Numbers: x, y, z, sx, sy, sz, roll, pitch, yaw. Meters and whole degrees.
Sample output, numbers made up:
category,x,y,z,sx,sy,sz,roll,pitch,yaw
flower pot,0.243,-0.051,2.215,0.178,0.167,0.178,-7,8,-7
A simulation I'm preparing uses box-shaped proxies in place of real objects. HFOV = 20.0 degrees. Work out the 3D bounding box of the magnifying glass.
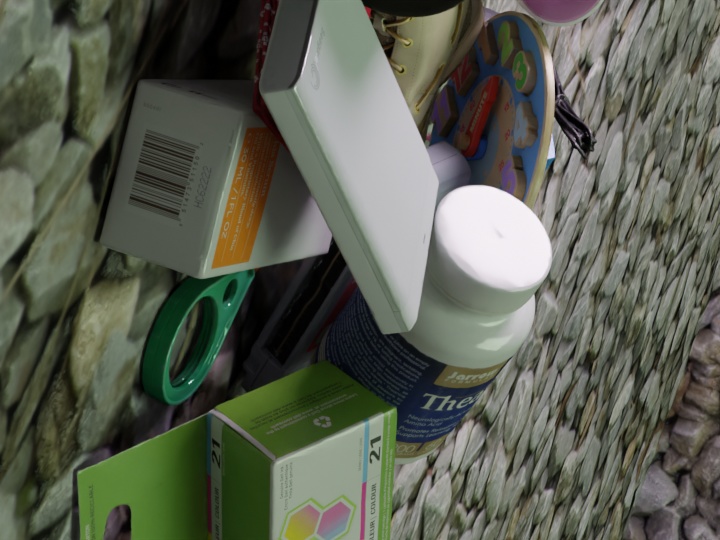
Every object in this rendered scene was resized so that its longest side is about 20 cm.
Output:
category,x,y,z,sx,sy,sz,roll,pitch,yaw
magnifying glass,-0.086,0.008,1.345,0.080,0.022,0.200,89,26,-47

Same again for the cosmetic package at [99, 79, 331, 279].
category,x,y,z,sx,sy,sz,roll,pitch,yaw
cosmetic package,-0.073,-0.059,1.234,0.200,0.071,0.102,-15,122,-69

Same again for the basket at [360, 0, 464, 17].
category,x,y,z,sx,sy,sz,roll,pitch,yaw
basket,0.047,-0.256,1.224,0.200,0.136,0.181,-67,150,-45

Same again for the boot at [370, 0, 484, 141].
category,x,y,z,sx,sy,sz,roll,pitch,yaw
boot,0.016,-0.158,1.397,0.200,0.073,0.156,-58,155,-20

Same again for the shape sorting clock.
category,x,y,z,sx,sy,sz,roll,pitch,yaw
shape sorting clock,0.087,-0.088,1.463,0.200,0.039,0.201,-166,-90,-72

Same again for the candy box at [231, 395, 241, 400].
category,x,y,z,sx,sy,sz,roll,pitch,yaw
candy box,-0.067,0.158,1.467,0.116,0.055,0.200,-59,161,2

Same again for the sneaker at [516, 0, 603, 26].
category,x,y,z,sx,sy,sz,roll,pitch,yaw
sneaker,0.108,-0.256,1.445,0.080,0.201,0.088,-26,172,2

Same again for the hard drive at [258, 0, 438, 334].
category,x,y,z,sx,sy,sz,roll,pitch,yaw
hard drive,-0.002,-0.077,1.183,0.200,0.026,0.132,64,27,-43

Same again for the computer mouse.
category,x,y,z,sx,sy,sz,roll,pitch,yaw
computer mouse,0.117,-0.180,1.629,0.046,0.141,0.200,-44,133,17

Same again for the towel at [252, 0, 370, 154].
category,x,y,z,sx,sy,sz,roll,pitch,yaw
towel,-0.022,-0.145,1.224,0.145,0.022,0.201,50,38,-57

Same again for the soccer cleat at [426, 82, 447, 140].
category,x,y,z,sx,sy,sz,roll,pitch,yaw
soccer cleat,0.094,-0.128,1.630,0.200,0.086,0.070,2,106,-71

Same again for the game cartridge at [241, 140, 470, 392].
category,x,y,z,sx,sy,sz,roll,pitch,yaw
game cartridge,0.000,0.000,1.437,0.133,0.041,0.200,-32,159,-53

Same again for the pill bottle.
category,x,y,z,sx,sy,sz,roll,pitch,yaw
pill bottle,0.048,0.035,1.347,0.111,0.111,0.200,-54,178,-42

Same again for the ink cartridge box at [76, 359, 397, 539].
category,x,y,z,sx,sy,sz,roll,pitch,yaw
ink cartridge box,-0.077,0.166,1.309,0.200,0.076,0.148,-23,129,-35
